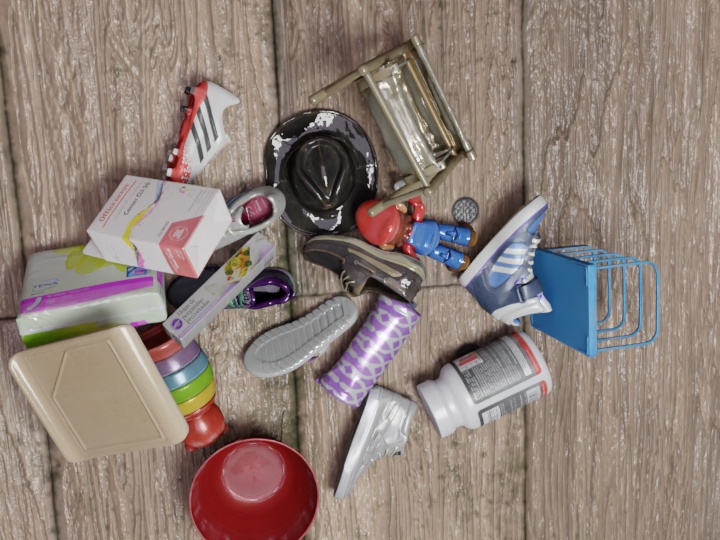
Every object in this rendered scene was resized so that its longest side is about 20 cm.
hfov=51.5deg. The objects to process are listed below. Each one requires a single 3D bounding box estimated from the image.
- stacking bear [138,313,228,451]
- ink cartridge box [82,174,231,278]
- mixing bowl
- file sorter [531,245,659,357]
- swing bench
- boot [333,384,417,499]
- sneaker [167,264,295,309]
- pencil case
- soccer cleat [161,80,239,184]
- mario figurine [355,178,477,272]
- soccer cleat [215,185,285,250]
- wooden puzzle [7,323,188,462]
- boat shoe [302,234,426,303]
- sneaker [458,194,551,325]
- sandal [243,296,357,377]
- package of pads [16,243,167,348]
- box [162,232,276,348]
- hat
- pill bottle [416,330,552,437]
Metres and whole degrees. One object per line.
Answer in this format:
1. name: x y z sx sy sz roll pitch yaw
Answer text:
1. stacking bear: -0.274 0.184 1.157 0.121 0.114 0.200 -29 112 -22
2. ink cartridge box: -0.301 -0.068 1.064 0.200 0.117 0.068 9 143 19
3. mixing bowl: -0.170 0.345 1.199 0.200 0.108 0.201 -1 100 -8
4. file sorter: 0.368 0.038 1.192 0.122 0.200 0.139 -6 100 -11
5. swing bench: 0.065 -0.219 1.093 0.200 0.130 0.199 -41 107 -40
6. boot: 0.027 0.296 1.240 0.095 0.074 0.200 20 95 -5
7. sneaker: -0.199 0.030 1.152 0.199 0.088 0.075 -7 100 -8
8. pencil case: 0.014 0.123 1.209 0.085 0.084 0.200 34 90 25
9. soccer cleat: -0.241 -0.183 1.123 0.085 0.069 0.200 14 99 -26
10. mario figurine: 0.081 -0.066 1.203 0.200 0.106 0.124 18 58 -22
11. soccer cleat: -0.207 -0.072 1.128 0.200 0.086 0.070 -26 103 4
12. wooden puzzle: -0.352 0.168 1.011 0.200 0.037 0.185 -16 111 18
13. boat shoe: 0.000 0.000 1.158 0.200 0.075 0.073 14 65 12
14. sneaker: 0.269 -0.005 1.201 0.146 0.081 0.200 42 110 4
15. sandal: -0.090 0.117 1.202 0.202 0.083 0.050 -28 146 -5
16. package of pads: -0.387 0.022 1.088 0.199 0.155 0.068 -11 130 -8
17. box: -0.204 0.027 1.100 0.039 0.041 0.200 38 69 12
18. hat: -0.055 -0.147 1.150 0.200 0.081 0.201 -2 100 -10
19. pill bottle: 0.202 0.189 1.231 0.200 0.116 0.116 -24 102 -5
